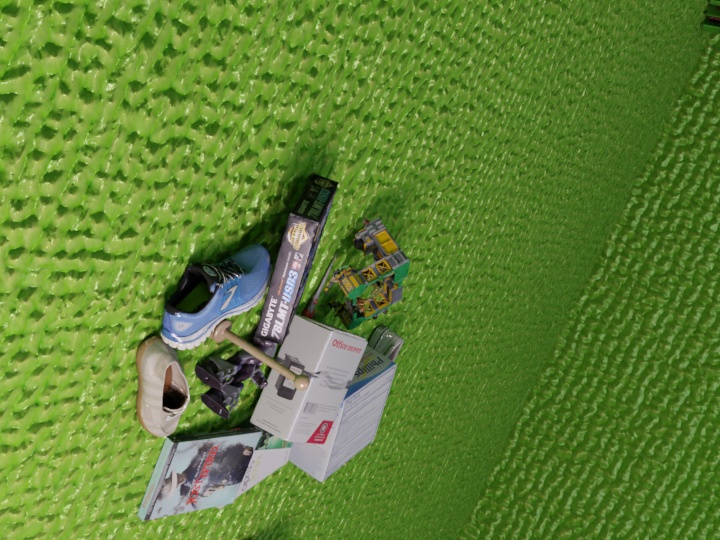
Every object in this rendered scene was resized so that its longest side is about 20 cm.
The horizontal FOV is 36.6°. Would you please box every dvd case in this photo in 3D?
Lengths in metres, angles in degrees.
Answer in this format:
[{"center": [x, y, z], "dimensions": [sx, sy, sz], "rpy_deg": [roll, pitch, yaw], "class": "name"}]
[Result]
[{"center": [-0.255, 0.323, 1.743], "dimensions": [0.200, 0.022, 0.146], "rpy_deg": [4, 113, -51], "class": "dvd case"}]

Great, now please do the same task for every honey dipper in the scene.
[{"center": [-0.150, 0.111, 1.533], "dimensions": [0.038, 0.200, 0.038], "rpy_deg": [-47, 154, -32], "class": "honey dipper"}]

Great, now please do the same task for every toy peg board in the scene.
[{"center": [1.081, -0.803, 3.199], "dimensions": [0.200, 0.097, 0.200], "rpy_deg": [90, 21, -50], "class": "toy peg board"}]

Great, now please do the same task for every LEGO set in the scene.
[{"center": [0.000, 0.000, 1.875], "dimensions": [0.153, 0.116, 0.200], "rpy_deg": [-32, 158, -7], "class": "LEGO set"}]

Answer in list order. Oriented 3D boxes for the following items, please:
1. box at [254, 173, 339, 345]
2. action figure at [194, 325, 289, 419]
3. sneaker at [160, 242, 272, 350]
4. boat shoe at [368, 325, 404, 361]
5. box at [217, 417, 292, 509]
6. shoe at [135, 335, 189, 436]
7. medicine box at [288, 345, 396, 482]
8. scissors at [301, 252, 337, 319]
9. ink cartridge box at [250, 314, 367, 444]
[{"center": [-0.093, -0.021, 1.603], "dimensions": [0.200, 0.049, 0.199], "rpy_deg": [-73, -179, -67], "class": "box"}, {"center": [-0.171, 0.141, 1.698], "dimensions": [0.200, 0.069, 0.131], "rpy_deg": [-40, 145, -46], "class": "action figure"}, {"center": [-0.194, 0.022, 1.499], "dimensions": [0.200, 0.078, 0.089], "rpy_deg": [-44, 154, -34], "class": "sneaker"}, {"center": [0.031, 0.210, 2.192], "dimensions": [0.072, 0.066, 0.201], "rpy_deg": [-1, 118, -64], "class": "boat shoe"}, {"center": [-0.182, 0.314, 1.909], "dimensions": [0.200, 0.036, 0.145], "rpy_deg": [-28, 140, -54], "class": "box"}, {"center": [-0.277, 0.175, 1.533], "dimensions": [0.070, 0.053, 0.200], "rpy_deg": [-44, 151, -35], "class": "shoe"}, {"center": [-0.040, 0.263, 2.058], "dimensions": [0.182, 0.103, 0.201], "rpy_deg": [-29, 141, -51], "class": "medicine box"}, {"center": [-0.086, 0.064, 1.850], "dimensions": [0.073, 0.014, 0.201], "rpy_deg": [-16, 132, -57], "class": "scissors"}, {"center": [-0.085, 0.185, 1.849], "dimensions": [0.145, 0.083, 0.201], "rpy_deg": [24, 88, -63], "class": "ink cartridge box"}]
